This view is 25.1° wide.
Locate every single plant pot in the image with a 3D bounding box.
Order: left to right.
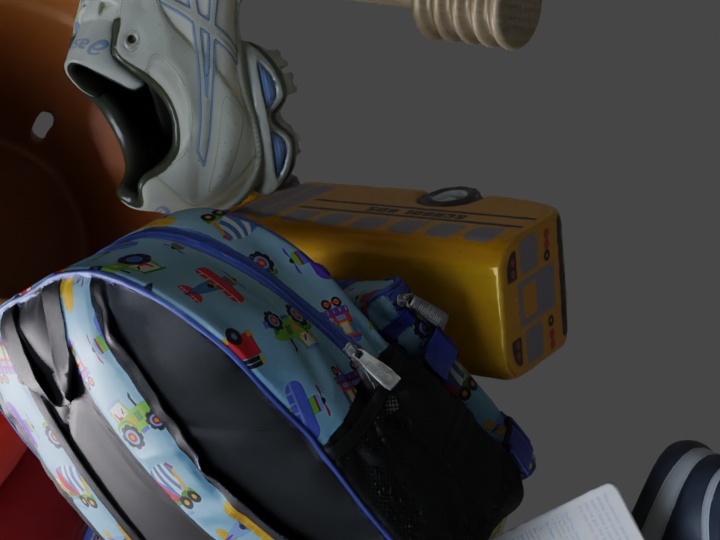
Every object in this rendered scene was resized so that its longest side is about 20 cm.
[{"bbox_3d":[-0.187,-0.043,0.814,0.201,0.199,0.140,51,146,8],"label":"plant pot"}]

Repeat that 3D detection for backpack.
[{"bbox_3d":[-0.050,0.059,0.671,0.200,0.135,0.182,49,141,-14],"label":"backpack"}]

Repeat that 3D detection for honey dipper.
[{"bbox_3d":[-0.009,-0.131,0.738,0.199,0.038,0.038,15,117,36],"label":"honey dipper"}]

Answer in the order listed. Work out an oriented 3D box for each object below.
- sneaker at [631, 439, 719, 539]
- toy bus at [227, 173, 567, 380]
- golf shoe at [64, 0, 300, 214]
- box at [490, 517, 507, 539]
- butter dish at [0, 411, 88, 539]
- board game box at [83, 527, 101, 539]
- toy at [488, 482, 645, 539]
[{"bbox_3d":[0.168,0.163,0.704,0.108,0.070,0.202,20,129,41],"label":"sneaker"},{"bbox_3d":[0.000,0.000,0.753,0.198,0.078,0.066,6,112,35],"label":"toy bus"},{"bbox_3d":[-0.095,-0.122,0.729,0.078,0.097,0.202,-15,95,47],"label":"golf shoe"},{"bbox_3d":[-0.007,0.178,0.801,0.116,0.048,0.202,21,94,25],"label":"box"},{"bbox_3d":[-0.226,0.159,0.941,0.199,0.200,0.148,-10,129,47],"label":"butter dish"},{"bbox_3d":[-0.112,0.171,0.803,0.045,0.201,0.134,31,135,-16],"label":"board game box"},{"bbox_3d":[0.059,0.177,0.698,0.199,0.047,0.116,-31,85,25],"label":"toy"}]
